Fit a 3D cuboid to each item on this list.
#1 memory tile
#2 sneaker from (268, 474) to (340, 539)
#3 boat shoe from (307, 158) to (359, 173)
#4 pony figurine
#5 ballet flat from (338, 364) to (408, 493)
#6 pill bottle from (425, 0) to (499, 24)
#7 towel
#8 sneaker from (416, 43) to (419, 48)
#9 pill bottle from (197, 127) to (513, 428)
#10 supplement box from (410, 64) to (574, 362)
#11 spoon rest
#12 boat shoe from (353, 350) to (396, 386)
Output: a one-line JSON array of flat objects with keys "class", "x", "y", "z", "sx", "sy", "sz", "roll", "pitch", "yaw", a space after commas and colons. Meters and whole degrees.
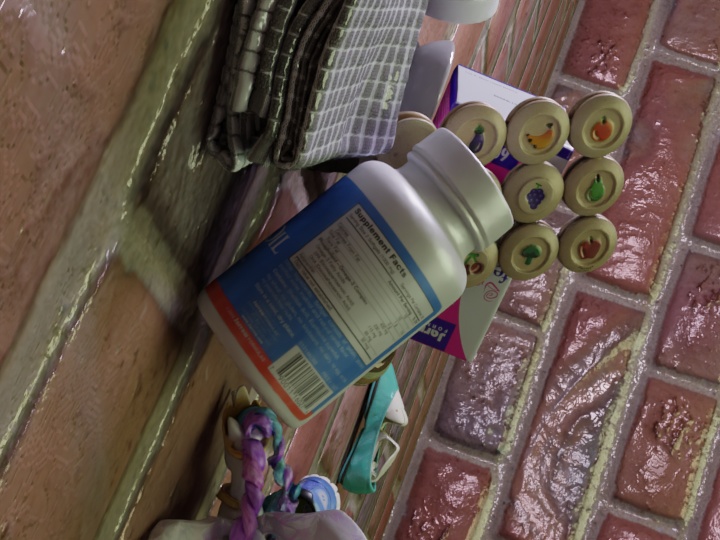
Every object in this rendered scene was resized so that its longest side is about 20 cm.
[{"class": "memory tile", "x": 0.104, "y": -0.054, "z": 0.829, "sx": 0.017, "sy": 0.196, "sz": 0.155, "roll": -115, "pitch": -160, "yaw": -55}, {"class": "sneaker", "x": -0.082, "y": 0.332, "z": 1.263, "sx": 0.089, "sy": 0.077, "sz": 0.204, "roll": 17, "pitch": 84, "yaw": -72}, {"class": "boat shoe", "x": 0.005, "y": -0.162, "z": 0.851, "sx": 0.067, "sy": 0.056, "sz": 0.203, "roll": 77, "pitch": 33, "yaw": -71}, {"class": "pony figurine", "x": -0.089, "y": 0.216, "z": 0.859, "sx": 0.194, "sy": 0.164, "sz": 0.203, "roll": -114, "pitch": -151, "yaw": -56}, {"class": "ballet flat", "x": 0.031, "y": 0.232, "z": 1.644, "sx": 0.067, "sy": 0.069, "sz": 0.203, "roll": 25, "pitch": 83, "yaw": -79}, {"class": "pill bottle", "x": 0.090, "y": -0.306, "z": 0.891, "sx": 0.112, "sy": 0.109, "sz": 0.202, "roll": -59, "pitch": 164, "yaw": -48}, {"class": "towel", "x": -0.014, "y": -0.158, "z": 0.685, "sx": 0.166, "sy": 0.084, "sz": 0.203, "roll": -39, "pitch": 146, "yaw": -70}, {"class": "sneaker", "x": 0.046, "y": -0.120, "z": 1.060, "sx": 0.074, "sy": 0.087, "sz": 0.203, "roll": -51, "pitch": 156, "yaw": -57}, {"class": "pill bottle", "x": 0.000, "y": 0.000, "z": 0.742, "sx": 0.199, "sy": 0.113, "sz": 0.112, "roll": -38, "pitch": 165, "yaw": -4}, {"class": "supplement box", "x": 0.085, "y": -0.045, "z": 0.916, "sx": 0.104, "sy": 0.100, "sz": 0.202, "roll": -78, "pitch": -171, "yaw": -63}, {"class": "spoon rest", "x": 0.035, "y": -0.119, "z": 0.887, "sx": 0.200, "sy": 0.060, "sz": 0.101, "roll": 160, "pitch": -50, "yaw": -74}, {"class": "boat shoe", "x": -0.020, "y": 0.030, "z": 0.879, "sx": 0.077, "sy": 0.071, "sz": 0.201, "roll": -54, "pitch": -156, "yaw": 26}]
